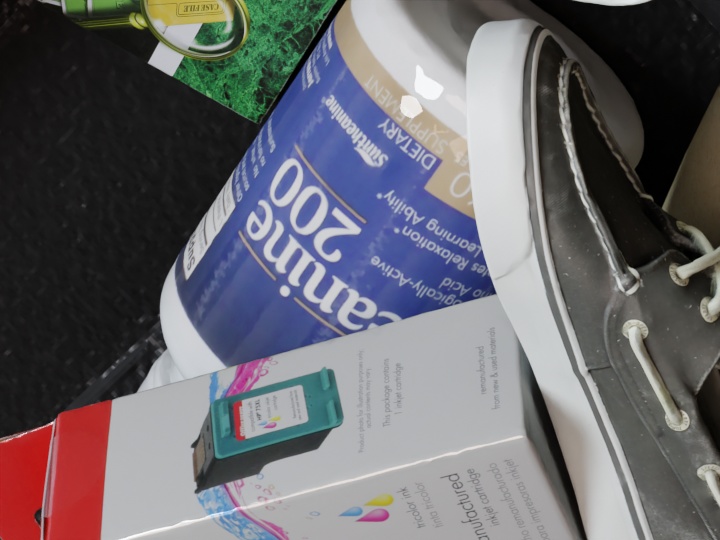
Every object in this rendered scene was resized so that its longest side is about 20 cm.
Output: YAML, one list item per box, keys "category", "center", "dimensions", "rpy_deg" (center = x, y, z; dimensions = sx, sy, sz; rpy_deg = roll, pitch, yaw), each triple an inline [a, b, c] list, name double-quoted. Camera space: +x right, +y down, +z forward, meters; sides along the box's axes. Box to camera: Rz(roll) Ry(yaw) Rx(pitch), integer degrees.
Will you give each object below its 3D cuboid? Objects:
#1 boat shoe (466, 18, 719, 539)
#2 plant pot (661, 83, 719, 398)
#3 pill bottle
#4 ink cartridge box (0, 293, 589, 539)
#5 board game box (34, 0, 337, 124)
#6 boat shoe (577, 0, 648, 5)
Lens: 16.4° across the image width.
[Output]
- category: "boat shoe"
  center: [0.085, 0.011, 0.756]
  dimensions: [0.063, 0.071, 0.200]
  rpy_deg: [-9, 119, 23]
- category: "plant pot"
  center: [0.180, -0.021, 0.799]
  dimensions: [0.187, 0.187, 0.200]
  rpy_deg: [39, 131, -2]
- category: "pill bottle"
  center: [0.000, 0.000, 0.871]
  dimensions: [0.111, 0.111, 0.200]
  rpy_deg: [35, 116, 0]
- category: "ink cartridge box"
  center: [-0.025, 0.091, 0.814]
  dimensions: [0.199, 0.067, 0.116]
  rpy_deg: [-16, 131, 13]
- category: "board game box"
  center: [-0.036, -0.143, 0.844]
  dimensions: [0.105, 0.023, 0.200]
  rpy_deg: [27, 133, -9]
- category: "boat shoe"
  center: [0.010, -0.123, 0.784]
  dimensions: [0.199, 0.068, 0.075]
  rpy_deg: [19, 134, -1]
